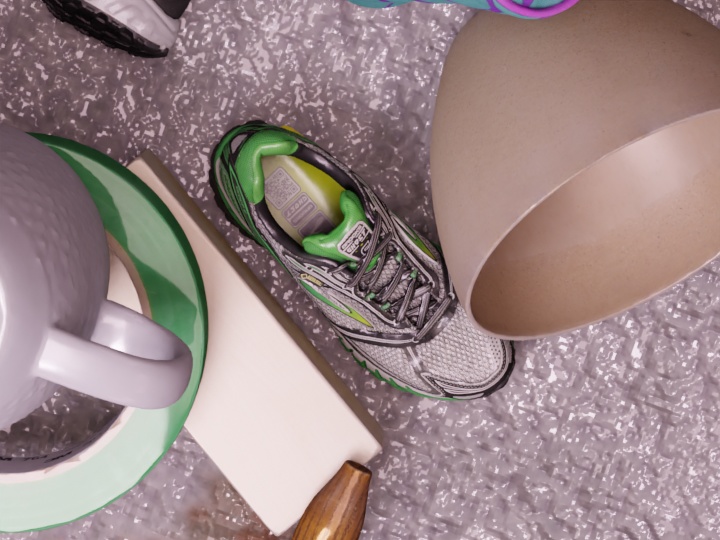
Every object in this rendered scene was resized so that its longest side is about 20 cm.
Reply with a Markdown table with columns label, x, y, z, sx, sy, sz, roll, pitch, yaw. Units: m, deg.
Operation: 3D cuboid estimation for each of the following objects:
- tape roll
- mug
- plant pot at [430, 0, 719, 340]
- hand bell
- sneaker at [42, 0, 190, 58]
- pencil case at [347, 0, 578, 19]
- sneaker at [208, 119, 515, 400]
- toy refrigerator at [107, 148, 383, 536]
| label | x | y | z | sx | sy | sz | roll | pitch | yaw |
| --- | --- | --- | --- | --- | --- | --- | --- | --- | --- |
| tape roll | -0.178 | 0.031 | 1.419 | 0.199 | 0.048 | 0.202 | 0 | 97 | 1 |
| mug | -0.173 | 0.017 | 1.305 | 0.199 | 0.175 | 0.149 | 21 | 97 | -2 |
| plant pot | 0.114 | -0.076 | 1.447 | 0.199 | 0.201 | 0.135 | -27 | 66 | -4 |
| hand bell | -0.042 | 0.192 | 1.454 | 0.104 | 0.104 | 0.201 | 26 | 99 | -6 |
| sneaker | -0.173 | -0.191 | 1.463 | 0.199 | 0.074 | 0.080 | 31 | 80 | -12 |
| pencil case | 0.047 | -0.173 | 1.416 | 0.092 | 0.200 | 0.086 | 14 | 91 | -26 |
| sneaker | 0.000 | 0.000 | 1.476 | 0.200 | 0.085 | 0.078 | 39 | 88 | -7 |
| toy refrigerator | -0.079 | 0.036 | 1.479 | 0.076 | 0.070 | 0.200 | -40 | 95 | 4 |
